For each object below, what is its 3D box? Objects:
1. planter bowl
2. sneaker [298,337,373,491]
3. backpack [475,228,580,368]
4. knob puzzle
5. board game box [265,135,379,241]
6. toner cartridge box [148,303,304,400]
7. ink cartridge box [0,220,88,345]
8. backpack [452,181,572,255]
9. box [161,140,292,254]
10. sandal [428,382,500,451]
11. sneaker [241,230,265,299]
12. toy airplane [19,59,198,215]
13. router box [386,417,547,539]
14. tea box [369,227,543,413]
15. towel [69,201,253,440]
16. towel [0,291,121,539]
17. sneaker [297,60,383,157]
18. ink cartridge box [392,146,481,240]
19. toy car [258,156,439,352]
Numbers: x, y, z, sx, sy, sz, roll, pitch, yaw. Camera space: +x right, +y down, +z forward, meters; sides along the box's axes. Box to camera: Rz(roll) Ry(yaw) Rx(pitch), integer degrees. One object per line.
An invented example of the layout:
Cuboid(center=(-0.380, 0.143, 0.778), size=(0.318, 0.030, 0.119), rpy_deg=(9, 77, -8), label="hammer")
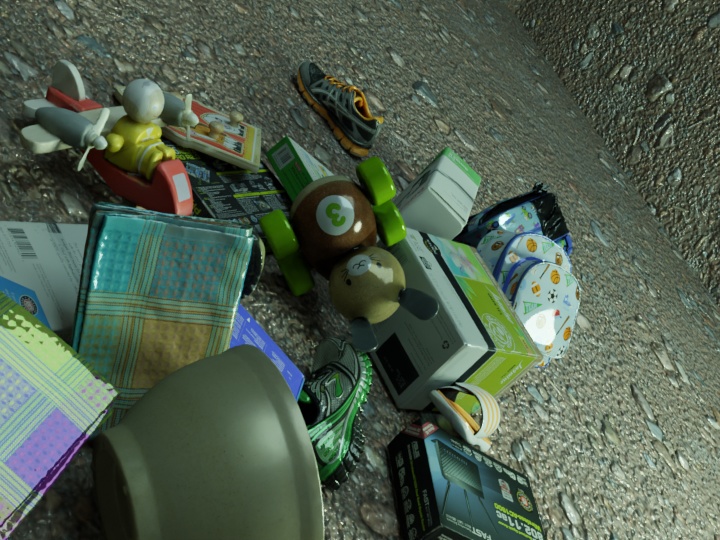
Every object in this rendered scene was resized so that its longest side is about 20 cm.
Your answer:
Cuboid(center=(-0.131, 0.170, 0.785), size=(0.133, 0.202, 0.202), rpy_deg=(-10, 55, -29), label="planter bowl")
Cuboid(center=(-0.039, 0.136, 1.081), size=(0.085, 0.078, 0.201), rpy_deg=(35, 28, -19), label="sneaker")
Cuboid(center=(0.235, 0.037, 1.497), size=(0.198, 0.153, 0.194), rpy_deg=(22, 76, -41), label="backpack")
Cuboid(center=(-0.218, -0.201, 1.286), size=(0.216, 0.031, 0.220), rpy_deg=(23, 20, -9), label="knob puzzle")
Cuboid(center=(-0.039, -0.082, 1.381), size=(0.154, 0.040, 0.200), rpy_deg=(60, 12, 27), label="board game box")
Cuboid(center=(-0.134, 0.082, 0.951), size=(0.201, 0.043, 0.096), rpy_deg=(53, 41, -33), label="toner cartridge box")
Cuboid(center=(-0.268, 0.022, 0.902), size=(0.199, 0.068, 0.117), rpy_deg=(0, 54, -57), label="ink cartridge box")
Cuboid(center=(0.231, -0.042, 1.653), size=(0.199, 0.181, 0.136), rpy_deg=(-22, 86, -48), label="backpack")
Cuboid(center=(-0.163, -0.091, 1.261), size=(0.161, 0.044, 0.199), rpy_deg=(51, 25, 11), label="box")
Cuboid(center=(0.141, 0.174, 1.252), size=(0.079, 0.059, 0.207), rpy_deg=(49, 2, 23), label="sandal")
Cuboid(center=(-0.142, -0.016, 0.997), size=(0.076, 0.199, 0.090), rpy_deg=(30, 62, -17), label="sneaker")
Cuboid(center=(-0.265, -0.159, 1.085), size=(0.197, 0.141, 0.202), rpy_deg=(24, 36, -30), label="toy airplane")
Cuboid(center=(0.127, 0.277, 1.148), size=(0.198, 0.062, 0.151), rpy_deg=(31, 30, -30), label="router box")
Cuboid(center=(0.105, 0.069, 1.335), size=(0.195, 0.134, 0.202), rpy_deg=(13, 40, -50), label="tea box")
Cuboid(center=(-0.172, 0.050, 0.848), size=(0.144, 0.204, 0.022), rpy_deg=(6, 14, -33), label="towel")
Cuboid(center=(-0.282, 0.116, 0.724), size=(0.143, 0.023, 0.201), rpy_deg=(41, 47, -6), label="towel")
Cuboid(center=(-0.033, -0.290, 1.715), size=(0.201, 0.077, 0.078), rpy_deg=(51, 27, 13), label="sneaker")
Cuboid(center=(0.102, -0.089, 1.545), size=(0.084, 0.146, 0.200), rpy_deg=(42, 25, -7), label="ink cartridge box")
Cuboid(center=(0.000, 0.000, 1.174), size=(0.201, 0.162, 0.159), rpy_deg=(58, -7, 36), label="toy car")
